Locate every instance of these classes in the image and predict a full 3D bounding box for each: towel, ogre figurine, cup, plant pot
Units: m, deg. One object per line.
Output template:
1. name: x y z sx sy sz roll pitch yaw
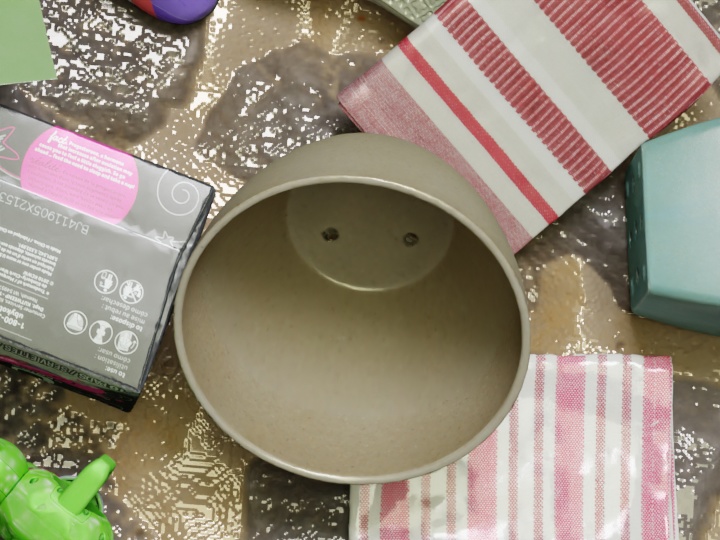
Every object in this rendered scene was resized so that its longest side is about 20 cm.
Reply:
1. towel: 0.105 -0.114 1.765 0.200 0.023 0.144 -40 102 7
2. towel: 0.092 0.121 1.767 0.199 0.030 0.147 0 80 -8
3. ogre figurine: -0.177 0.144 1.678 0.098 0.120 0.200 -31 86 -12
4. cup: 0.000 0.000 1.700 0.199 0.143 0.201 2 121 4
5. plant pot: 0.261 -0.027 1.766 0.199 0.141 0.142 -1 81 -1

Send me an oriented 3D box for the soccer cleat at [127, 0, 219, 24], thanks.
1. soccer cleat: -0.155 -0.215 1.735 0.068 0.073 0.200 -33 113 13

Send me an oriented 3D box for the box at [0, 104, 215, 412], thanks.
1. box: -0.200 -0.015 1.704 0.199 0.115 0.133 21 80 -3

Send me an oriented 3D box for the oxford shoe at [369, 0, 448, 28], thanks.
1. oxford shoe: 0.020 -0.189 1.784 0.199 0.058 0.076 14 110 1

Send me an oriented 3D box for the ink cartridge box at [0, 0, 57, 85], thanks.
1. ink cartridge box: -0.255 -0.170 1.692 0.145 0.200 0.048 -7 123 -10
